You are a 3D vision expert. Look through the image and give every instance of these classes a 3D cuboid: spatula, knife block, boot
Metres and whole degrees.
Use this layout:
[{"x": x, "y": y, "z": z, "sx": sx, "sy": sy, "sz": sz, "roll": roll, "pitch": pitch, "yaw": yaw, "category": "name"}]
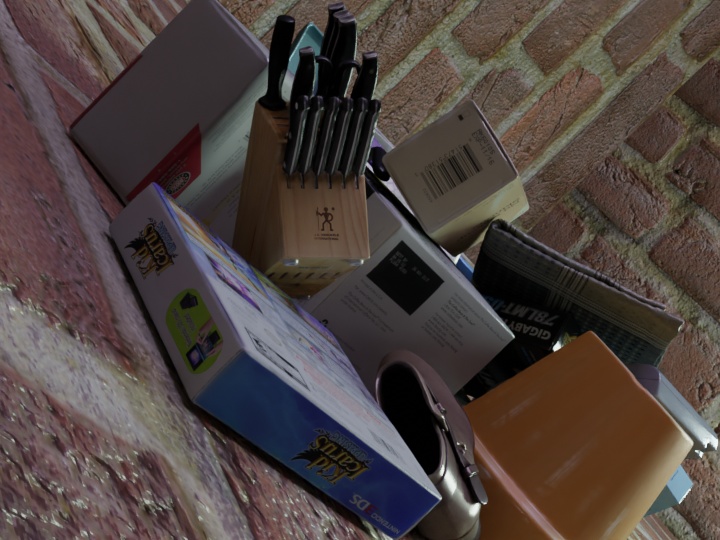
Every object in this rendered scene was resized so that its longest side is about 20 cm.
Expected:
[{"x": 0.013, "y": -0.105, "z": 1.180, "sx": 0.057, "sy": 0.020, "sz": 0.200, "roll": 50, "pitch": 4, "yaw": -12, "category": "spatula"}, {"x": -0.044, "y": -0.082, "z": 0.903, "sx": 0.200, "sy": 0.063, "sz": 0.178, "roll": 146, "pitch": -58, "yaw": -66, "category": "knife block"}, {"x": 0.041, "y": 0.107, "z": 0.935, "sx": 0.201, "sy": 0.070, "sz": 0.147, "roll": 65, "pitch": 1, "yaw": 38, "category": "boot"}]

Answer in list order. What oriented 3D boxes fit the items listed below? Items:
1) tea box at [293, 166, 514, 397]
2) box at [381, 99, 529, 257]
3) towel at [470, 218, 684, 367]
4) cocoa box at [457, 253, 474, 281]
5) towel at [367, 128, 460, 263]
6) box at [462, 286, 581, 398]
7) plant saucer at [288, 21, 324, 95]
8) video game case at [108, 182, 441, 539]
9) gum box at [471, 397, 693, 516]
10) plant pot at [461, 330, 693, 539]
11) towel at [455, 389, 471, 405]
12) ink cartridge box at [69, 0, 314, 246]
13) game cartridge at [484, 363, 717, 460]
[{"x": 0.000, "y": 0.000, "z": 1.143, "sx": 0.200, "sy": 0.133, "sz": 0.197, "roll": 42, "pitch": 8, "yaw": -43, "category": "tea box"}, {"x": 0.089, "y": -0.076, "z": 1.132, "sx": 0.078, "sy": 0.094, "sz": 0.200, "roll": 58, "pitch": 7, "yaw": 10, "category": "box"}, {"x": 0.198, "y": 0.031, "z": 1.207, "sx": 0.198, "sy": 0.035, "sz": 0.193, "roll": 29, "pitch": -19, "yaw": 9, "category": "towel"}, {"x": 0.056, "y": 0.001, "z": 1.559, "sx": 0.200, "sy": 0.131, "sz": 0.133, "roll": 48, "pitch": 6, "yaw": 8, "category": "cocoa box"}, {"x": 0.021, "y": -0.034, "z": 1.354, "sx": 0.200, "sy": 0.192, "sz": 0.032, "roll": 41, "pitch": -29, "yaw": -23, "category": "towel"}, {"x": 0.148, "y": 0.088, "z": 1.302, "sx": 0.197, "sy": 0.050, "sz": 0.200, "roll": 16, "pitch": -25, "yaw": 36, "category": "box"}, {"x": -0.080, "y": -0.130, "z": 1.197, "sx": 0.019, "sy": 0.201, "sz": 0.070, "roll": 18, "pitch": -16, "yaw": 44, "category": "plant saucer"}, {"x": -0.054, "y": 0.057, "z": 0.797, "sx": 0.200, "sy": 0.045, "sz": 0.182, "roll": 43, "pitch": 8, "yaw": -40, "category": "video game case"}, {"x": 0.240, "y": 0.187, "z": 1.412, "sx": 0.044, "sy": 0.170, "sz": 0.201, "roll": -34, "pitch": 89, "yaw": -45, "category": "gum box"}, {"x": 0.167, "y": 0.158, "z": 1.066, "sx": 0.200, "sy": 0.183, "sz": 0.200, "roll": 47, "pitch": 6, "yaw": -6, "category": "plant pot"}, {"x": 0.083, "y": 0.137, "z": 1.274, "sx": 0.200, "sy": 0.048, "sz": 0.172, "roll": 42, "pitch": 9, "yaw": -46, "category": "towel"}, {"x": -0.109, "y": -0.106, "z": 0.994, "sx": 0.083, "sy": 0.145, "sz": 0.200, "roll": 47, "pitch": 5, "yaw": 18, "category": "ink cartridge box"}, {"x": 0.217, "y": 0.138, "z": 1.211, "sx": 0.133, "sy": 0.198, "sz": 0.042, "roll": 47, "pitch": 50, "yaw": -31, "category": "game cartridge"}]
